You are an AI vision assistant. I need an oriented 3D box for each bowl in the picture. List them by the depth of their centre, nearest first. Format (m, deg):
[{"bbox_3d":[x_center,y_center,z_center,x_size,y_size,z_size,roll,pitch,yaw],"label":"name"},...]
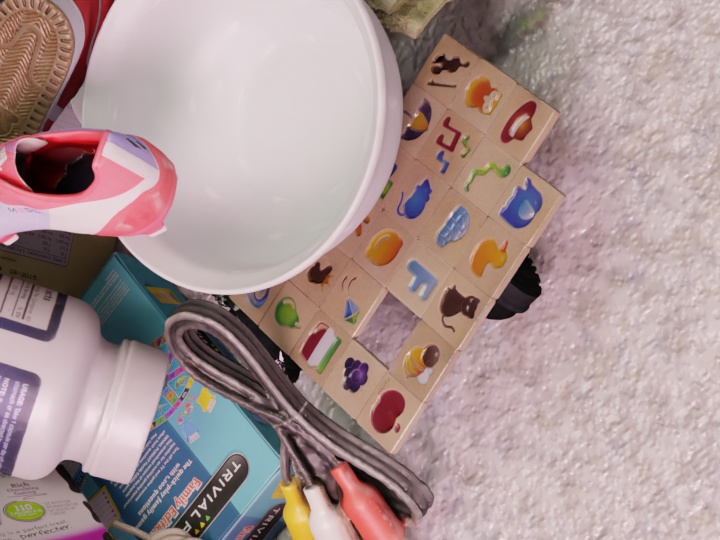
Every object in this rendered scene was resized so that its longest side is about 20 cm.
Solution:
[{"bbox_3d":[-0.050,-0.086,1.059,0.201,0.090,0.201,-1,88,32],"label":"bowl"}]

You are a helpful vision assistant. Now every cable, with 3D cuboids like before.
[{"bbox_3d":[-0.033,0.099,1.064,0.097,0.200,0.050,-13,34,40],"label":"cable"}]

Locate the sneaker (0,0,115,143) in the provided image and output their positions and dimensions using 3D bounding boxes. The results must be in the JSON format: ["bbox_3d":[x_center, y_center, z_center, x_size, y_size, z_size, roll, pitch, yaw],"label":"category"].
[{"bbox_3d":[-0.201,-0.108,1.134,0.071,0.113,0.200,36,127,-6],"label":"sneaker"}]

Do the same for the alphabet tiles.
[{"bbox_3d":[0.024,-0.026,1.056,0.167,0.008,0.200,41,102,42],"label":"alphabet tiles"}]

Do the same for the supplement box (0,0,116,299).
[{"bbox_3d":[-0.271,-0.074,1.277,0.200,0.134,0.200,7,84,34],"label":"supplement box"}]

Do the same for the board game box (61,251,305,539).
[{"bbox_3d":[-0.133,0.111,1.195,0.151,0.047,0.200,-51,57,14],"label":"board game box"}]

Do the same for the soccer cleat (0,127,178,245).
[{"bbox_3d":[-0.193,-0.048,1.040,0.200,0.076,0.067,-2,65,28],"label":"soccer cleat"}]

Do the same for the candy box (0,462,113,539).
[{"bbox_3d":[-0.216,0.171,1.094,0.200,0.136,0.061,45,131,50],"label":"candy box"}]

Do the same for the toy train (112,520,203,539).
[{"bbox_3d":[-0.073,0.198,1.059,0.200,0.116,0.085,28,94,11],"label":"toy train"}]

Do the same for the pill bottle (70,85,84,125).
[{"bbox_3d":[-0.087,-0.154,1.186,0.200,0.109,0.109,-45,59,18],"label":"pill bottle"}]

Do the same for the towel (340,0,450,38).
[{"bbox_3d":[-0.012,-0.226,1.106,0.200,0.148,0.037,40,138,6],"label":"towel"}]

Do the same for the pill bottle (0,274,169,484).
[{"bbox_3d":[-0.219,0.057,1.117,0.200,0.111,0.111,18,89,-9],"label":"pill bottle"}]

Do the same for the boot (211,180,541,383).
[{"bbox_3d":[0.000,0.000,1.115,0.162,0.073,0.198,-46,51,15],"label":"boot"}]
